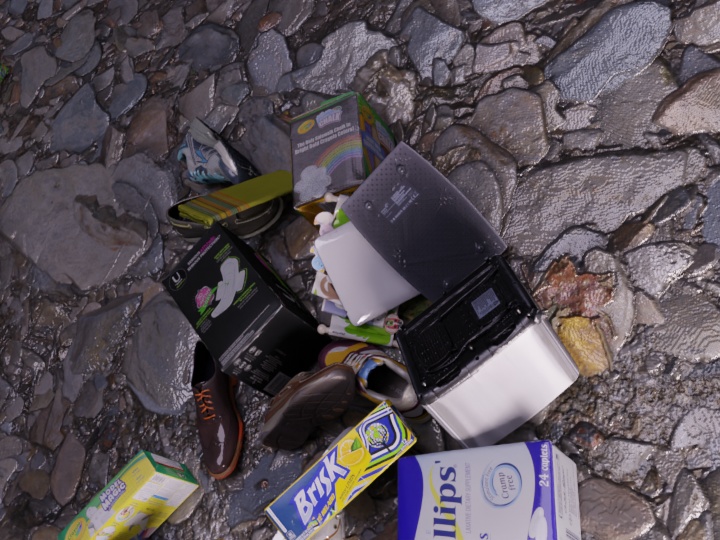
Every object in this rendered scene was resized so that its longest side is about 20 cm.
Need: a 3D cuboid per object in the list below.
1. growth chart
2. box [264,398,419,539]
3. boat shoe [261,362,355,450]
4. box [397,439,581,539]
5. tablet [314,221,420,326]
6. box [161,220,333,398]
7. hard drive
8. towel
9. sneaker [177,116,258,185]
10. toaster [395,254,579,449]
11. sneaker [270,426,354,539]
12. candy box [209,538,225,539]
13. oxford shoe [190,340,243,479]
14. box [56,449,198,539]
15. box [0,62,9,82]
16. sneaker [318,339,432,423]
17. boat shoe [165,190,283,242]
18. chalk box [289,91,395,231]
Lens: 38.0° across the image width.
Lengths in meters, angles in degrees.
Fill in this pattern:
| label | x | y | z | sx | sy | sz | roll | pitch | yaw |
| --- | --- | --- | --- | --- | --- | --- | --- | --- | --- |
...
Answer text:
| label | x | y | z | sx | sy | sz | roll | pitch | yaw |
| --- | --- | --- | --- | --- | --- | --- | --- | --- | --- |
| growth chart | 0.000 | 0.000 | 1.423 | 0.141 | 0.018 | 0.205 | 5 | 86 | -3 |
| box | -0.022 | 0.247 | 1.278 | 0.200 | 0.070 | 0.064 | -43 | 82 | 1 |
| boat shoe | -0.074 | 0.168 | 1.390 | 0.200 | 0.075 | 0.073 | -41 | 36 | 40 |
| box | 0.148 | 0.309 | 1.203 | 0.196 | 0.105 | 0.187 | -12 | 60 | 25 |
| tablet | 0.050 | -0.026 | 1.412 | 0.197 | 0.014 | 0.132 | -27 | 88 | -4 |
| box | -0.161 | 0.058 | 1.482 | 0.124 | 0.148 | 0.200 | -45 | 53 | 4 |
| hard drive | 0.083 | -0.056 | 1.388 | 0.200 | 0.042 | 0.135 | 44 | 85 | -1 |
| towel | -0.171 | -0.110 | 1.568 | 0.198 | 0.018 | 0.085 | -24 | 33 | -36 |
| sneaker | -0.235 | -0.168 | 1.692 | 0.087 | 0.077 | 0.200 | -53 | 42 | 5 |
| toaster | 0.152 | 0.101 | 1.264 | 0.180 | 0.119 | 0.201 | -39 | 24 | 8 |
| sneaker | -0.037 | 0.304 | 1.349 | 0.084 | 0.073 | 0.202 | 28 | 83 | 17 |
| candy box | -0.264 | 0.432 | 1.394 | 0.197 | 0.055 | 0.118 | -15 | 84 | 25 |
| oxford shoe | -0.216 | 0.196 | 1.493 | 0.070 | 0.072 | 0.203 | -22 | 58 | 18 |
| box | -0.332 | 0.346 | 1.460 | 0.200 | 0.117 | 0.048 | -47 | 58 | 2 |
| box | -0.851 | -0.392 | 2.086 | 0.121 | 0.192 | 0.202 | 32 | 84 | 37 |
| sneaker | 0.011 | 0.132 | 1.380 | 0.198 | 0.090 | 0.076 | 19 | 77 | 35 |
| boat shoe | -0.216 | -0.091 | 1.643 | 0.198 | 0.060 | 0.073 | -9 | 60 | 26 |
| chalk box | -0.023 | -0.166 | 1.530 | 0.122 | 0.124 | 0.204 | -17 | 58 | 23 |
